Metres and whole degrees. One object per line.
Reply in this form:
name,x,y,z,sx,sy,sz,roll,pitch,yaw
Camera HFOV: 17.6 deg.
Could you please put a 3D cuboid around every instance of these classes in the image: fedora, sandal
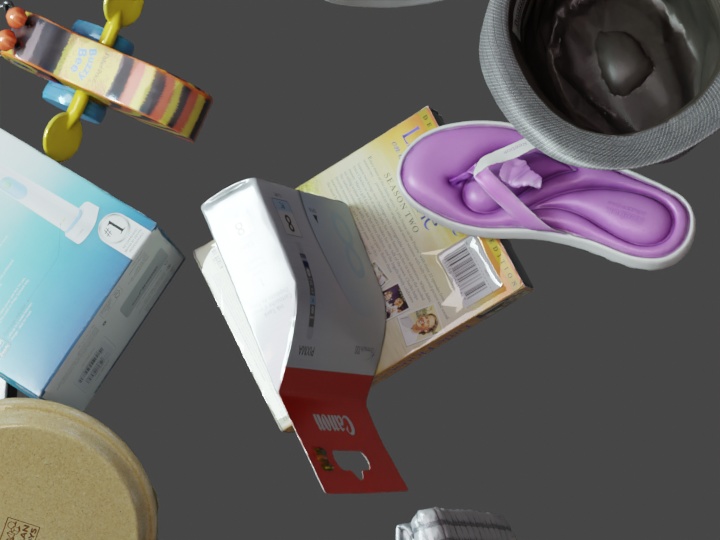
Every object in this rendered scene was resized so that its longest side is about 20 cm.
fedora,0.173,-0.136,1.517,0.177,0.090,0.200,-36,62,-1
sandal,0.124,-0.058,1.536,0.202,0.050,0.083,13,71,6

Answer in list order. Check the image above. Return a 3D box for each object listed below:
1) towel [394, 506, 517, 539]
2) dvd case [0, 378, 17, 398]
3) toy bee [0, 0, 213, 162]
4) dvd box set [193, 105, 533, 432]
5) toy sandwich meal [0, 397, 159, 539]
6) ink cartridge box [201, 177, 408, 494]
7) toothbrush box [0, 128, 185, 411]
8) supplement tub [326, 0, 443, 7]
towel,0.065,0.241,1.464,0.085,0.200,0.166,-25,76,15
dvd case,-0.323,0.131,1.695,0.150,0.025,0.201,2,84,18
toy bee,-0.210,-0.142,1.640,0.199,0.109,0.131,1,80,15
dvd box set,0.000,0.000,1.599,0.200,0.029,0.147,-32,75,13
toy sandwich meal,-0.238,0.171,1.608,0.204,0.070,0.206,-1,109,-3
ink cartridge box,-0.018,0.044,1.499,0.047,0.160,0.200,-28,77,16
toothbrush box,-0.250,-0.009,1.639,0.200,0.085,0.147,30,80,17
supplement tub,0.023,-0.289,1.562,0.144,0.144,0.201,-9,81,17
